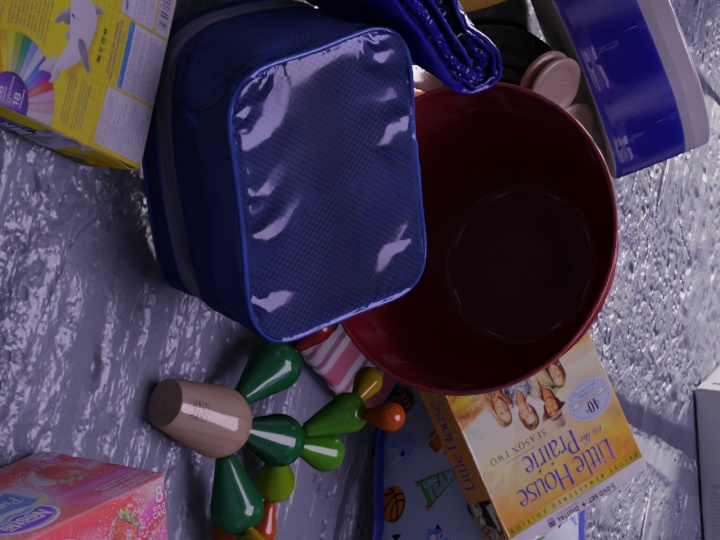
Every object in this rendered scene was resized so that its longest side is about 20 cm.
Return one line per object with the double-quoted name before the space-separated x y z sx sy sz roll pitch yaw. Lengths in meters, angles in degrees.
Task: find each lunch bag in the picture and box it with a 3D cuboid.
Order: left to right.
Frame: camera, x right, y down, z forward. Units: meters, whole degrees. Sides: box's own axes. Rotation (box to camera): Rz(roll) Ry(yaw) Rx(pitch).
"lunch bag" -0.051 -0.059 1.240 0.135 0.132 0.201 -19 119 -30
"lunch bag" 0.094 0.143 1.543 0.170 0.123 0.201 32 55 -56

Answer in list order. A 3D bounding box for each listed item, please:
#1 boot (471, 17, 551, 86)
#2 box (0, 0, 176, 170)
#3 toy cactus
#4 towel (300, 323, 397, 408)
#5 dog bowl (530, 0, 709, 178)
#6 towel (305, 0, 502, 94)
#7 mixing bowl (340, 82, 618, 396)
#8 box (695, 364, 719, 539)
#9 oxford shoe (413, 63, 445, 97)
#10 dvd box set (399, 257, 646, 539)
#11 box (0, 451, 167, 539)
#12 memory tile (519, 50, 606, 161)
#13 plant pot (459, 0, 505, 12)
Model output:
"boot" 0.139 -0.115 1.630 0.200 0.067 0.131 35 60 -57
"box" -0.178 -0.135 1.106 0.200 0.048 0.118 28 72 -60
"toy cactus" -0.062 0.109 1.309 0.165 0.102 0.201 23 88 -46
"towel" 0.000 0.000 1.416 0.147 0.030 0.200 -54 141 -12
"dog bowl" 0.192 -0.175 1.589 0.200 0.078 0.201 -23 90 -87
"towel" -0.014 -0.182 1.240 0.050 0.200 0.148 -47 140 -10
"mixing bowl" 0.087 -0.012 1.343 0.108 0.199 0.201 23 75 -63
"box" 0.421 0.187 2.109 0.152 0.106 0.201 -35 124 -52
"oxford shoe" 0.028 -0.136 1.447 0.200 0.071 0.073 -3 80 -66
"dvd box set" 0.108 0.079 1.447 0.146 0.029 0.201 -24 92 -37
"box" -0.193 0.173 1.083 0.200 0.094 0.103 -19 111 -57
"memory tile" 0.096 -0.056 1.517 0.200 0.017 0.154 -42 142 -11
"plant pot" 0.044 -0.243 1.350 0.142 0.200 0.201 -41 134 -16
